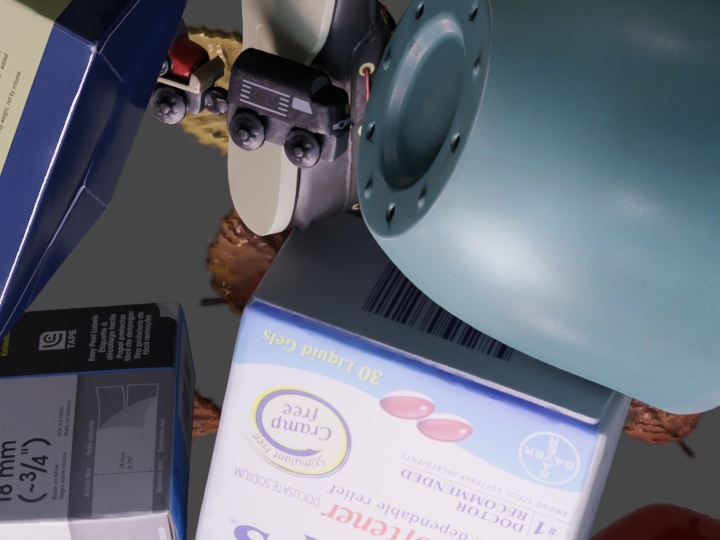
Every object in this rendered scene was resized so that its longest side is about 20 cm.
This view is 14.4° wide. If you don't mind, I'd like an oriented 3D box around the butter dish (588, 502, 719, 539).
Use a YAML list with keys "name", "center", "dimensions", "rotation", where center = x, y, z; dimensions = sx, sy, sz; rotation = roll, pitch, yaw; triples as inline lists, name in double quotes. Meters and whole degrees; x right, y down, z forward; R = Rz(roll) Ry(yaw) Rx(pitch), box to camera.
- name: "butter dish"
  center: [0.145, 0.211, 1.573]
  dimensions: [0.199, 0.148, 0.200]
  rotation: [-41, 140, -23]

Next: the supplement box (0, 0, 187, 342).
- name: "supplement box"
  center: [-0.194, -0.105, 1.200]
  dimensions: [0.199, 0.134, 0.200]
  rotation: [29, 132, 3]

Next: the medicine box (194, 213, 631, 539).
- name: "medicine box"
  center: [0.026, 0.096, 1.397]
  dimensions: [0.182, 0.103, 0.200]
  rotation: [19, 125, 9]

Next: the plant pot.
- name: "plant pot"
  center: [0.096, -0.053, 1.247]
  dimensions: [0.161, 0.201, 0.201]
  rotation: [16, 133, -23]

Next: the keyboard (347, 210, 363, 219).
- name: "keyboard"
  center: [0.000, 0.000, 1.445]
  dimensions: [0.056, 0.011, 0.200]
  rotation: [20, 131, -13]

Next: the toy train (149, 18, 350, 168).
- name: "toy train"
  center: [-0.096, -0.095, 1.276]
  dimensions: [0.200, 0.034, 0.046]
  rotation: [19, 119, 16]

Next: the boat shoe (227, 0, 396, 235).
- name: "boat shoe"
  center: [-0.017, -0.106, 1.300]
  dimensions: [0.063, 0.074, 0.202]
  rotation: [-13, 133, -24]

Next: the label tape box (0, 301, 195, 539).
- name: "label tape box"
  center: [-0.187, 0.093, 1.437]
  dimensions: [0.199, 0.144, 0.063]
  rotation: [-4, 135, 3]
